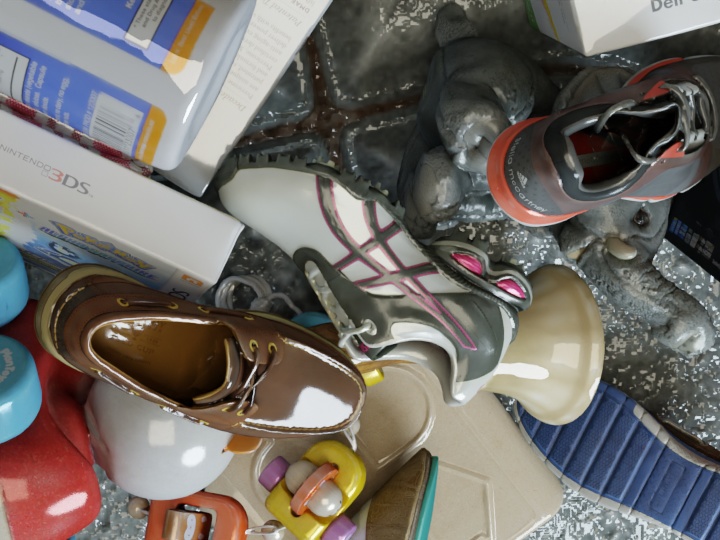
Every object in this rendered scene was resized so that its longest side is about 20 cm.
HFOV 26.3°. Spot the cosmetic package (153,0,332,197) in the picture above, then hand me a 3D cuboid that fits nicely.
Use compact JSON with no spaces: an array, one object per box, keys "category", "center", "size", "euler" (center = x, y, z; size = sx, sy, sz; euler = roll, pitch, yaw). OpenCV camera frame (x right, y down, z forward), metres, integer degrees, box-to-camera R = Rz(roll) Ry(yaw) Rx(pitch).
[{"category":"cosmetic package","center":[-0.069,-0.151,0.929],"size":[0.074,0.102,0.200],"euler":[31,101,-10]}]

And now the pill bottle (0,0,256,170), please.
[{"category":"pill bottle","center":[-0.166,-0.145,0.823],"size":[0.199,0.112,0.112],"euler":[27,101,-3]}]

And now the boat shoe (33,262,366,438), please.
[{"category":"boat shoe","center":[-0.079,0.055,0.843],"size":[0.199,0.068,0.072],"euler":[20,95,-30]}]

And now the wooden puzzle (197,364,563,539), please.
[{"category":"wooden puzzle","center":[0.010,0.142,1.042],"size":[0.200,0.046,0.185],"euler":[-38,105,0]}]

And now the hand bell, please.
[{"category":"hand bell","center":[0.040,0.046,0.950],"size":[0.199,0.104,0.105],"euler":[1,106,-29]}]

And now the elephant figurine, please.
[{"category":"elephant figurine","center":[0.130,-0.057,0.951],"size":[0.199,0.142,0.156],"euler":[14,106,-8]}]

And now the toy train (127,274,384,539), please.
[{"category":"toy train","center":[-0.066,0.104,0.972],"size":[0.149,0.056,0.201],"euler":[14,84,11]}]

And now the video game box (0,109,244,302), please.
[{"category":"video game box","center":[-0.181,-0.035,0.908],"size":[0.199,0.182,0.047],"euler":[25,73,-10]}]

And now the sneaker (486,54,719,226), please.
[{"category":"sneaker","center":[0.167,-0.075,0.862],"size":[0.199,0.082,0.077],"euler":[-25,94,-29]}]

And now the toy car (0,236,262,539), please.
[{"category":"toy car","center":[-0.147,0.081,0.934],"size":[0.199,0.177,0.185],"euler":[-10,131,-9]}]

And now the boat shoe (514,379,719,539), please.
[{"category":"boat shoe","center":[0.193,0.132,1.033],"size":[0.200,0.072,0.072],"euler":[34,98,14]}]

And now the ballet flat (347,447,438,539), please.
[{"category":"ballet flat","center":[0.008,0.211,1.007],"size":[0.072,0.068,0.201],"euler":[6,105,10]}]

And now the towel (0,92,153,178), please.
[{"category":"towel","center":[-0.219,-0.090,0.914],"size":[0.199,0.146,0.030],"euler":[25,77,-11]}]

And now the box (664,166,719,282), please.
[{"category":"box","center":[0.254,-0.067,0.926],"size":[0.043,0.200,0.161],"euler":[16,103,-9]}]

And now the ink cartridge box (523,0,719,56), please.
[{"category":"ink cartridge box","center":[0.163,-0.175,0.890],"size":[0.117,0.200,0.068],"euler":[-15,105,0]}]

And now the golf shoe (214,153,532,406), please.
[{"category":"golf shoe","center":[0.000,0.000,0.885],"size":[0.199,0.077,0.088],"euler":[26,71,-4]}]
